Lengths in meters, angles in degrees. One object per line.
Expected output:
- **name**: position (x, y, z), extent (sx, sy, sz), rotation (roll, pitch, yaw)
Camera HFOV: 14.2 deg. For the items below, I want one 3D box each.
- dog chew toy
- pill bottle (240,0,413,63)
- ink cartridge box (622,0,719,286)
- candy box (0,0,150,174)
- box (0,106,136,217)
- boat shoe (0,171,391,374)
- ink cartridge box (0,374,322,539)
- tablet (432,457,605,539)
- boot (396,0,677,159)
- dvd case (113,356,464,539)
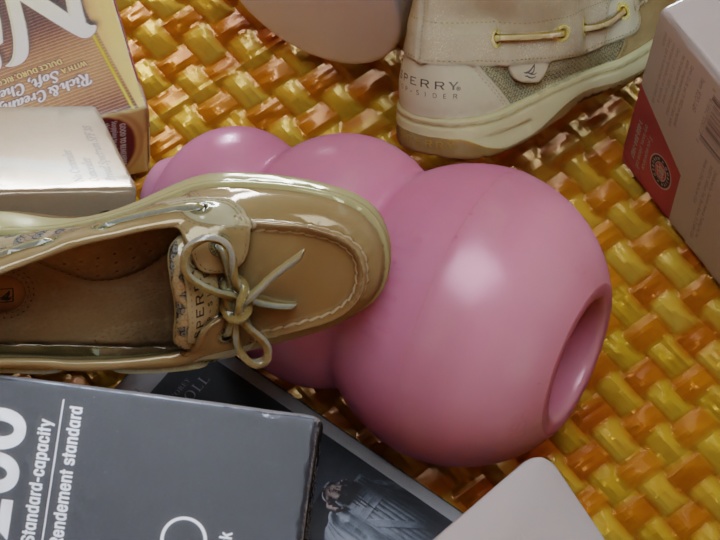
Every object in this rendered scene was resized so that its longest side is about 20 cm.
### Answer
- **dog chew toy**: position (0.000, 0.000, 1.191), extent (0.199, 0.125, 0.125), rotation (22, 59, 18)
- **pill bottle**: position (0.024, -0.196, 1.312), extent (0.113, 0.113, 0.200), rotation (27, 60, 12)
- **ink cartridge box**: position (0.199, -0.020, 1.216), extent (0.067, 0.117, 0.200), rotation (-26, 65, -19)
- **candy box**: position (-0.201, -0.082, 1.258), extent (0.199, 0.055, 0.116), rotation (-12, 60, -12)
- **box**: position (-0.198, -0.014, 1.168), extent (0.199, 0.078, 0.095), rotation (-2, 26, -18)
- **boat shoe**: position (-0.087, 0.010, 1.102), extent (0.199, 0.074, 0.063), rotation (-8, 23, 3)
- **ink cartridge box**: position (-0.124, 0.140, 1.097), extent (0.199, 0.043, 0.199), rotation (6, 78, 3)
- **tablet**: position (0.036, 0.178, 1.099), extent (0.200, 0.014, 0.130), rotation (-38, 101, -27)
- **boot**: position (0.078, -0.152, 1.243), extent (0.072, 0.155, 0.200), rotation (13, 32, 32)
- **dvd case**: position (-0.040, 0.127, 1.161), extent (0.200, 0.025, 0.150), rotation (34, 62, 14)
